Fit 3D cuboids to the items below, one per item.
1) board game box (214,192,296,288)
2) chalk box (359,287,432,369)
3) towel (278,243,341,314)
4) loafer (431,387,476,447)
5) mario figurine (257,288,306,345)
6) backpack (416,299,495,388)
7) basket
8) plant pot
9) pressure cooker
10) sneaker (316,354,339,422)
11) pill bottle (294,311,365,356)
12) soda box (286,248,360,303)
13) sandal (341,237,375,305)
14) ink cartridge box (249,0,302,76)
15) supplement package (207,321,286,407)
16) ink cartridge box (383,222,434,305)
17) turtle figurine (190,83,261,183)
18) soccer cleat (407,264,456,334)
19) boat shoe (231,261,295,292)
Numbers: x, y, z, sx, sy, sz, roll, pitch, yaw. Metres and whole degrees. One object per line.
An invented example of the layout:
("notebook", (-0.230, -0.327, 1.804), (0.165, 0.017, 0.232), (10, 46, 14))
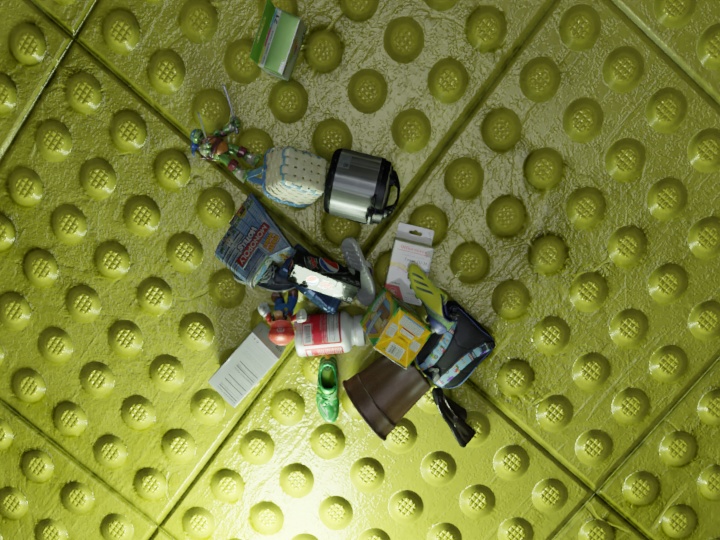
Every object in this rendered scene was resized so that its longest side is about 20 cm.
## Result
("board game box", (-0.276, -0.068, 1.539), (0.197, 0.062, 0.203), (35, 87, 21))
("chalk box", (0.086, 0.142, 1.519), (0.123, 0.200, 0.125), (33, 98, -22))
("towel", (-0.130, 0.028, 1.588), (0.198, 0.113, 0.048), (40, 143, -7))
("loafer", (0.273, 0.414, 1.654), (0.070, 0.073, 0.203), (-31, 105, 2))
("mario figurine", (-0.212, 0.111, 1.547), (0.105, 0.202, 0.123), (36, 113, -23))
("backpack", (0.251, 0.211, 1.581), (0.181, 0.135, 0.202), (39, 99, -5))
("basket", (-0.182, -0.239, 1.474), (0.172, 0.197, 0.145), (11, 75, -36))
("plant pot", (0.081, 0.328, 1.592), (0.197, 0.200, 0.202), (-40, 96, 0))
("pressure cooker", (0.009, -0.215, 1.499), (0.192, 0.179, 0.183), (12, 98, 1))
("sneaker", (-0.099, 0.347, 1.648), (0.071, 0.084, 0.208), (-2, 100, 3))
("pill bottle", (-0.085, 0.177, 1.603), (0.192, 0.112, 0.117), (-5, 100, 3))
("soda box", (-0.097, 0.016, 1.532), (0.194, 0.065, 0.071), (20, 130, -21))
("sandal", (0.006, 0.000, 1.597), (0.080, 0.049, 0.209), (2, 116, 40))
("ink cartridge box", (-0.206, -0.576, 1.436), (0.073, 0.200, 0.152), (21, 101, -2))
("supplement package", (-0.323, 0.268, 1.630), (0.109, 0.114, 0.200), (43, 100, -4))
("ink cartridge box", (0.136, -0.019, 1.581), (0.112, 0.068, 0.208), (11, 100, 1))
("turtle figurine", (-0.356, -0.343, 1.509), (0.191, 0.145, 0.202), (34, 111, -11))
("soccer cleat", (0.190, 0.067, 1.501), (0.083, 0.064, 0.205), (-35, 71, 31))
("boat shoe", (-0.267, 0.007, 1.600), (0.193, 0.063, 0.077), (13, 58, 5))
